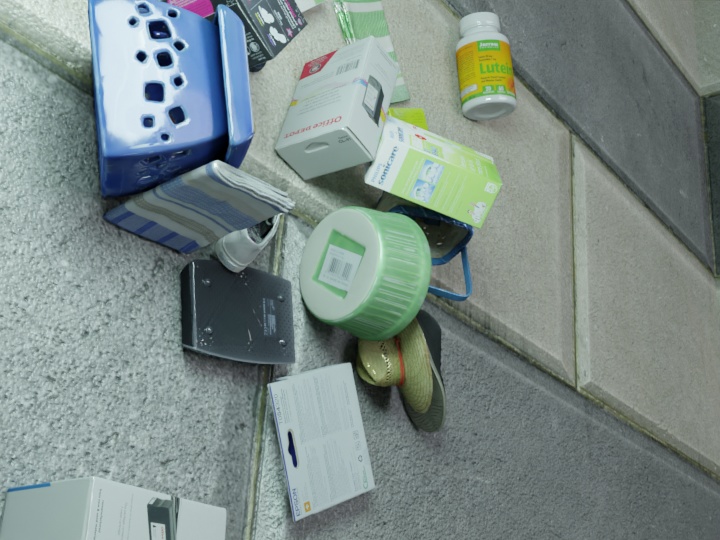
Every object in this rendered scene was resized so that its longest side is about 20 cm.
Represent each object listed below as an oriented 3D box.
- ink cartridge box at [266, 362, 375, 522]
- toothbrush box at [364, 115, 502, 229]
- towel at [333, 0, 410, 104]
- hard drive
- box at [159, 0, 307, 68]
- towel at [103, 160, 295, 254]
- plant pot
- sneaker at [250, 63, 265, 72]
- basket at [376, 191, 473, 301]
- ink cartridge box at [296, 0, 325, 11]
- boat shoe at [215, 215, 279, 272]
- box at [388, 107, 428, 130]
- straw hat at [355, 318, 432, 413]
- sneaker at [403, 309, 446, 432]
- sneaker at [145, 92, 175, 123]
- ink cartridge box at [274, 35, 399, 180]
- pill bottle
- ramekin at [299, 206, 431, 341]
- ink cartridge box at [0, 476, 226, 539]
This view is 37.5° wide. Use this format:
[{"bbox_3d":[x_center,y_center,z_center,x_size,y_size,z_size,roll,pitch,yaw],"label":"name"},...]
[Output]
[{"bbox_3d":[-0.066,0.245,1.539,0.200,0.043,0.196,-7,85,-53],"label":"ink cartridge box"},{"bbox_3d":[0.112,-0.160,1.684,0.200,0.086,0.146,20,21,-7],"label":"toothbrush box"},{"bbox_3d":[0.025,-0.395,1.908,0.153,0.023,0.200,-27,100,-56],"label":"towel"},{"bbox_3d":[-0.168,0.062,1.456,0.200,0.042,0.135,14,67,-52],"label":"hard drive"},{"bbox_3d":[-0.195,-0.330,1.414,0.132,0.200,0.115,59,39,-24],"label":"box"},{"bbox_3d":[-0.200,-0.074,1.320,0.147,0.200,0.024,25,53,-49],"label":"towel"},{"bbox_3d":[-0.228,-0.206,1.271,0.180,0.200,0.200,-4,81,-13],"label":"plant pot"},{"bbox_3d":[-0.178,-0.391,1.565,0.200,0.082,0.070,62,36,-20],"label":"sneaker"},{"bbox_3d":[0.103,-0.050,1.764,0.176,0.139,0.200,16,49,-17],"label":"basket"},{"bbox_3d":[-0.139,-0.466,1.677,0.200,0.048,0.146,-44,115,-52],"label":"ink cartridge box"},{"bbox_3d":[-0.143,-0.072,1.488,0.072,0.069,0.200,50,28,-9],"label":"boat shoe"},{"bbox_3d":[0.088,-0.190,1.906,0.122,0.048,0.200,-12,88,-55],"label":"box"},{"bbox_3d":[0.036,0.138,1.672,0.085,0.201,0.201,-11,87,-17],"label":"straw hat"},{"bbox_3d":[0.117,0.166,1.798,0.106,0.075,0.200,-27,106,-63],"label":"sneaker"},{"bbox_3d":[-0.234,-0.136,1.402,0.200,0.075,0.105,57,33,-32],"label":"sneaker"},{"bbox_3d":[-0.035,-0.254,1.664,0.086,0.148,0.200,44,47,-38],"label":"ink cartridge box"},{"bbox_3d":[0.252,-0.417,2.160,0.111,0.111,0.200,12,69,-53],"label":"pill bottle"},{"bbox_3d":[0.000,0.000,1.588,0.098,0.200,0.200,16,65,-44],"label":"ramekin"},{"bbox_3d":[-0.265,0.287,1.149,0.200,0.145,0.084,30,55,-47],"label":"ink cartridge box"}]
